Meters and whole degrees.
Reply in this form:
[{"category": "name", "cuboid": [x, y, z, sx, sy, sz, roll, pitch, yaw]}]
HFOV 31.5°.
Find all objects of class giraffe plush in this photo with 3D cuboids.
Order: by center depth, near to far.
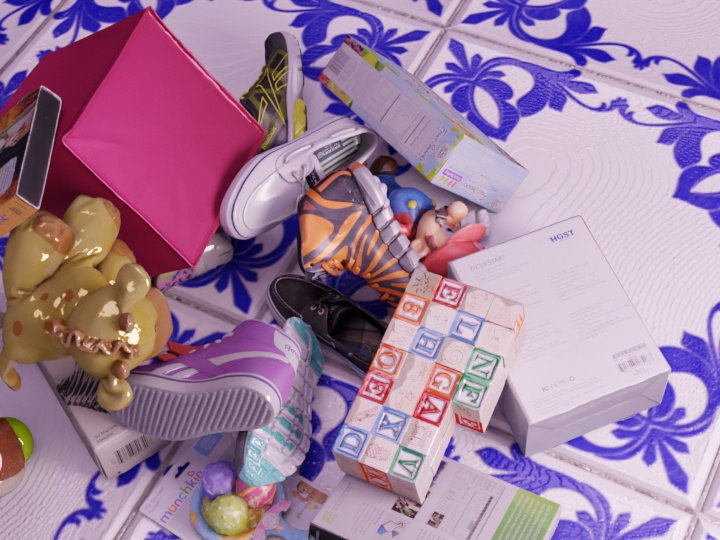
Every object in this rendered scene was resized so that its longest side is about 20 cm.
[{"category": "giraffe plush", "cuboid": [-0.245, 0.037, 1.172, 0.161, 0.174, 0.200, 14, 39, 32]}]

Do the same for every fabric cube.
[{"category": "fabric cube", "cuboid": [-0.260, -0.122, 1.352, 0.198, 0.200, 0.198, -10, 44, 44]}]

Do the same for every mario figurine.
[{"category": "mario figurine", "cuboid": [0.070, -0.070, 1.387, 0.123, 0.107, 0.200, -35, 56, -21]}]

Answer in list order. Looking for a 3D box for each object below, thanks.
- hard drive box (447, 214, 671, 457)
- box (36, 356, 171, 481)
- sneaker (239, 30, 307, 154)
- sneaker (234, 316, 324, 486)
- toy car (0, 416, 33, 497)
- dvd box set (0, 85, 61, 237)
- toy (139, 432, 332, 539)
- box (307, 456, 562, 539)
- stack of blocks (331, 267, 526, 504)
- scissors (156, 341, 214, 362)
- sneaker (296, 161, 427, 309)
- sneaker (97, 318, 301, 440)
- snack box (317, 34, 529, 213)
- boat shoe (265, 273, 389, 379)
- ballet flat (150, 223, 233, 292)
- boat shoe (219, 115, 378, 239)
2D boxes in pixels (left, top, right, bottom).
[{"category": "hard drive box", "cuboid": [0.195, 0.063, 1.289, 0.154, 0.077, 0.202, -19, 58, -8]}, {"category": "box", "cuboid": [-0.276, 0.110, 1.310, 0.082, 0.069, 0.200, -30, 58, -17]}, {"category": "sneaker", "cuboid": [-0.108, -0.208, 1.517, 0.083, 0.075, 0.202, -4, 53, -7]}, {"category": "sneaker", "cuboid": [-0.096, 0.139, 1.260, 0.091, 0.078, 0.201, -24, 29, 29]}, {"category": "toy car", "cuboid": [-0.403, 0.119, 1.201, 0.155, 0.203, 0.164, -4, 11, 2]}, {"category": "dvd box set", "cuboid": [-0.368, -0.073, 1.223, 0.199, 0.029, 0.148, -29, 42, 31]}, {"category": "toy", "cuboid": [-0.106, 0.224, 1.224, 0.198, 0.047, 0.115, 27, 59, 22]}, {"category": "box", "cuboid": [0.070, 0.236, 1.181, 0.198, 0.037, 0.144, 20, 40, 20]}, {"category": "stack of blocks", "cuboid": [0.067, 0.110, 1.197, 0.114, 0.059, 0.202, 19, 66, 19]}, {"category": "scissors", "cuboid": [-0.215, 0.088, 1.354, 0.197, 0.014, 0.074, 14, 58, 13]}, {"category": "sneaker", "cuboid": [0.000, 0.000, 1.309, 0.111, 0.078, 0.201, -30, 90, -8]}, {"category": "sneaker", "cuboid": [-0.147, 0.099, 1.219, 0.198, 0.073, 0.115, -2, 37, 23]}, {"category": "snack box", "cuboid": [0.070, -0.159, 1.412, 0.200, 0.168, 0.068, 44, 104, 31]}, {"category": "boat shoe", "cuboid": [-0.021, 0.053, 1.334, 0.199, 0.057, 0.069, 33, 63, 25]}, {"category": "ballet flat", "cuboid": [-0.165, -0.051, 1.426, 0.070, 0.069, 0.201, 24, 57, -1]}, {"category": "boat shoe", "cuboid": [-0.062, -0.103, 1.343, 0.066, 0.074, 0.200, 12, 48, 46]}]
